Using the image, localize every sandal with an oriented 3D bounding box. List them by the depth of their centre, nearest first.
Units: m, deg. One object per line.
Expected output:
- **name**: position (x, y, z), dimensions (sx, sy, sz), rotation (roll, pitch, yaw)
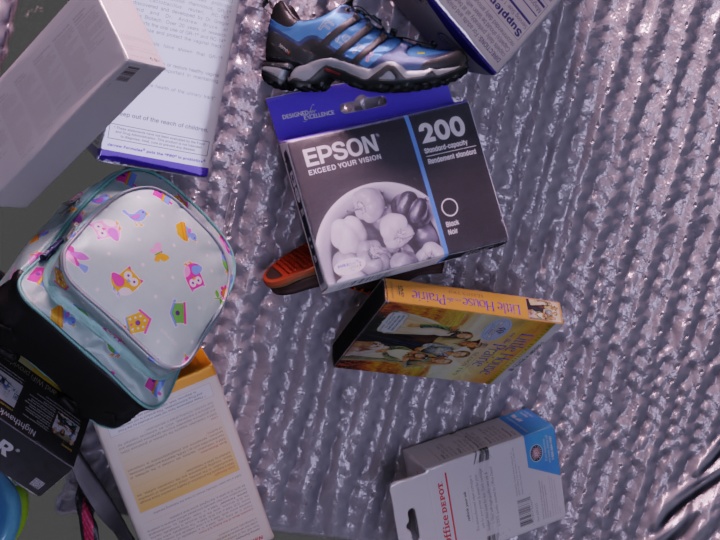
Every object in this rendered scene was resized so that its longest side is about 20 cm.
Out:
- **sandal**: position (-0.257, 0.238, 1.044), dimensions (0.045, 0.075, 0.201), rotation (-31, 96, -21)

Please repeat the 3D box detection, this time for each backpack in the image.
- **backpack**: position (-0.203, 0.008, 0.954), dimensions (0.176, 0.201, 0.153), rotation (43, 131, -17)

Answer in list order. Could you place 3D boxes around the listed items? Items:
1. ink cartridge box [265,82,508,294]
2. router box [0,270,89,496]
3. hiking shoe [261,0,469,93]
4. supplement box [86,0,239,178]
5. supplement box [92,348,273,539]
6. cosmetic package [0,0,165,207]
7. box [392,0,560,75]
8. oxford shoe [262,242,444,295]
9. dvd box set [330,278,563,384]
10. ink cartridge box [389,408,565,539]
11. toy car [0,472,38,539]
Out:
- **ink cartridge box**: position (0.027, -0.098, 1.054), dimensions (0.196, 0.043, 0.202), rotation (-15, 82, -19)
- **router box**: position (-0.323, 0.077, 0.946), dimensions (0.052, 0.158, 0.200), rotation (-38, 115, 23)
- **hiking shoe**: position (0.004, -0.213, 1.022), dimensions (0.198, 0.074, 0.088), rotation (1, 96, 1)
- **supplement box**: position (-0.176, -0.194, 0.969), dimensions (0.102, 0.101, 0.202), rotation (7, 100, -21)
- **supplement box**: position (-0.178, 0.192, 1.071), dimensions (0.125, 0.073, 0.202), rotation (-21, 108, -15)
- **cosmetic package**: position (-0.254, -0.143, 0.910), dimensions (0.199, 0.050, 0.083), rotation (-37, 73, 27)
- **box**: position (0.117, -0.325, 1.043), dimensions (0.184, 0.105, 0.200), rotation (43, 85, -24)
- **oxford shoe**: position (0.000, 0.000, 1.096), dimensions (0.198, 0.071, 0.073), rotation (-16, 113, -16)
- **dvd box set**: position (0.086, 0.067, 1.113), dimensions (0.198, 0.147, 0.030), rotation (8, 56, -22)
- **ink cartridge box**: position (0.119, 0.240, 1.194), dimensions (0.198, 0.067, 0.117), rotation (-15, 107, -17)
- **toy car**: position (-0.374, 0.186, 0.957), dimensions (0.175, 0.150, 0.201), rotation (-40, 112, -8)
